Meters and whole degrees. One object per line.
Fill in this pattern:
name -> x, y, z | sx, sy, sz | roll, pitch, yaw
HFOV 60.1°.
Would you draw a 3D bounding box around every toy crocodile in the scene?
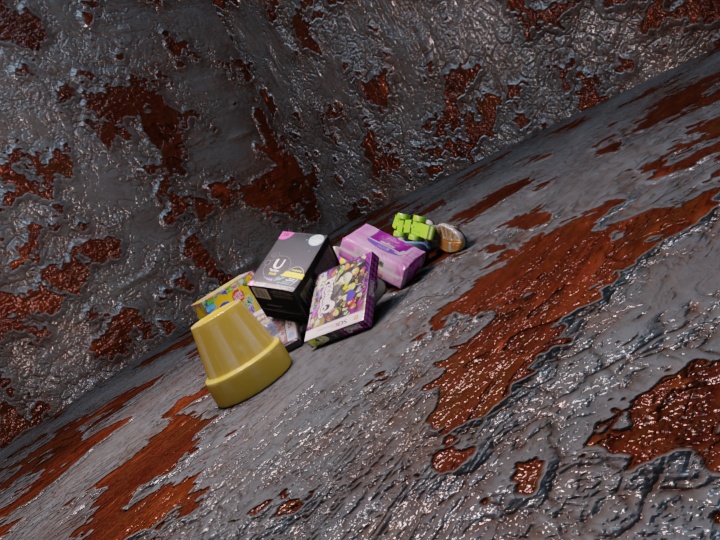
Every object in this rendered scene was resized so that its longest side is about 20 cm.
toy crocodile -> 0.147, -0.119, 1.720 | 0.061, 0.068, 0.199 | 7, 7, -31

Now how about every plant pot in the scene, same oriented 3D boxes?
plant pot -> -0.288, 0.180, 1.430 | 0.199, 0.190, 0.201 | -29, 9, 5

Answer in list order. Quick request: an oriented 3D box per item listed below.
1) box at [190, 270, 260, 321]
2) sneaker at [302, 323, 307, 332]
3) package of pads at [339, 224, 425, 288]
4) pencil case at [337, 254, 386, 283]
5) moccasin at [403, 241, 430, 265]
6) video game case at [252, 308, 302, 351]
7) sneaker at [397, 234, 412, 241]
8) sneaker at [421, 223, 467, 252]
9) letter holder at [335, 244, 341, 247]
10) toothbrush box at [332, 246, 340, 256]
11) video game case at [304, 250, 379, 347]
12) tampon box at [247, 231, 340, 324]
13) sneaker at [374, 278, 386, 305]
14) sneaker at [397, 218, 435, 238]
box -> -0.377, 0.139, 1.914 | 0.192, 0.201, 0.122 | -35, 11, -31
sneaker -> -0.085, 0.093, 1.674 | 0.076, 0.080, 0.201 | -25, 29, 56
package of pads -> 0.057, -0.041, 1.610 | 0.199, 0.076, 0.120 | 27, 37, 22
pencil case -> 0.000, 0.000, 1.722 | 0.088, 0.089, 0.200 | -31, 25, -12
moccasin -> 0.092, -0.045, 1.702 | 0.198, 0.069, 0.080 | 2, -3, 35
video game case -> -0.251, 0.167, 1.635 | 0.199, 0.026, 0.182 | -28, 40, 10
sneaker -> 0.125, -0.070, 1.800 | 0.199, 0.082, 0.088 | -34, -14, -25
sneaker -> 0.242, -0.097, 1.682 | 0.087, 0.077, 0.200 | -9, 13, -21
letter holder -> -0.084, -0.017, 2.206 | 0.141, 0.101, 0.200 | -21, 12, 34
toothbrush box -> -0.063, -0.010, 1.922 | 0.144, 0.087, 0.199 | 9, -9, -27
video game case -> -0.043, 0.068, 1.461 | 0.180, 0.036, 0.202 | -22, 43, 33
tampon box -> -0.166, 0.014, 1.615 | 0.148, 0.127, 0.201 | 6, 50, 28
sneaker -> -0.016, 0.093, 1.526 | 0.199, 0.073, 0.084 | -35, -28, 17
sneaker -> 0.151, -0.085, 1.943 | 0.200, 0.068, 0.108 | -32, 9, 7
